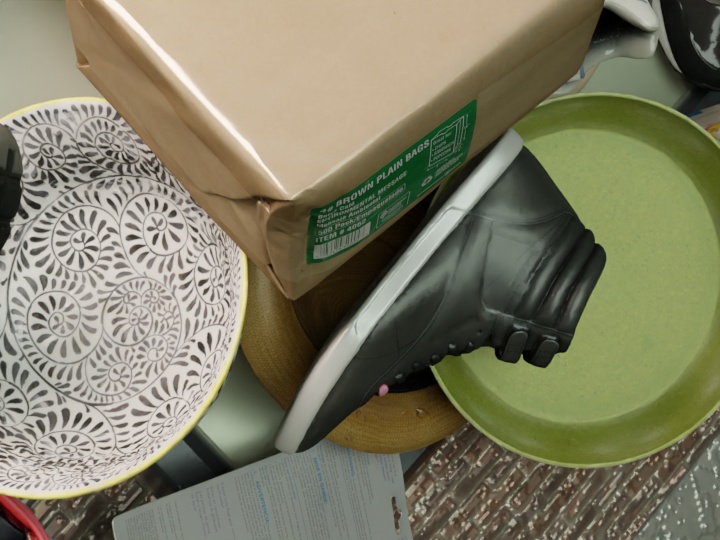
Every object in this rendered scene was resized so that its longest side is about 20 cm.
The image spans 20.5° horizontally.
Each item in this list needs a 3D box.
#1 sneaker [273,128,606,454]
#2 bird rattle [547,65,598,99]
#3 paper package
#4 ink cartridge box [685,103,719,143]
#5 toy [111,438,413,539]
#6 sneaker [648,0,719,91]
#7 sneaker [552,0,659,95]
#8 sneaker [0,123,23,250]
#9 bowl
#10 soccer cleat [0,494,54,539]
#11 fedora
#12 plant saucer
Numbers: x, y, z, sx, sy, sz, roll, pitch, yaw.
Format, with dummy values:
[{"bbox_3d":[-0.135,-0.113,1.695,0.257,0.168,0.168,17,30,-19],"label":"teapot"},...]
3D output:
[{"bbox_3d":[0.047,0.034,1.006,0.099,0.071,0.200,40,87,-4],"label":"sneaker"},{"bbox_3d":[0.092,-0.169,1.148,0.198,0.112,0.165,-5,106,-33],"label":"bird rattle"},{"bbox_3d":[-0.015,-0.124,0.938,0.199,0.104,0.191,-37,69,-18],"label":"paper package"},{"bbox_3d":[0.265,-0.031,1.145,0.146,0.200,0.147,-19,96,-22],"label":"ink cartridge box"},{"bbox_3d":[-0.055,0.158,1.073,0.199,0.047,0.116,-18,100,-45],"label":"toy"},{"bbox_3d":[0.227,-0.211,1.193,0.075,0.087,0.202,6,87,-24],"label":"sneaker"},{"bbox_3d":[0.068,-0.123,1.031,0.199,0.087,0.075,-23,137,-20],"label":"sneaker"},{"bbox_3d":[-0.241,-0.001,0.955,0.200,0.079,0.075,-51,150,11],"label":"sneaker"},{"bbox_3d":[-0.134,0.022,1.009,0.199,0.094,0.203,-5,74,16],"label":"bowl"},{"bbox_3d":[-0.163,0.171,1.020,0.067,0.076,0.200,-45,105,-18],"label":"soccer cleat"},{"bbox_3d":[0.000,0.000,1.092,0.199,0.082,0.203,-3,95,-30],"label":"fedora"},{"bbox_3d":[0.122,0.005,1.070,0.198,0.031,0.202,-1,97,-10],"label":"plant saucer"}]
